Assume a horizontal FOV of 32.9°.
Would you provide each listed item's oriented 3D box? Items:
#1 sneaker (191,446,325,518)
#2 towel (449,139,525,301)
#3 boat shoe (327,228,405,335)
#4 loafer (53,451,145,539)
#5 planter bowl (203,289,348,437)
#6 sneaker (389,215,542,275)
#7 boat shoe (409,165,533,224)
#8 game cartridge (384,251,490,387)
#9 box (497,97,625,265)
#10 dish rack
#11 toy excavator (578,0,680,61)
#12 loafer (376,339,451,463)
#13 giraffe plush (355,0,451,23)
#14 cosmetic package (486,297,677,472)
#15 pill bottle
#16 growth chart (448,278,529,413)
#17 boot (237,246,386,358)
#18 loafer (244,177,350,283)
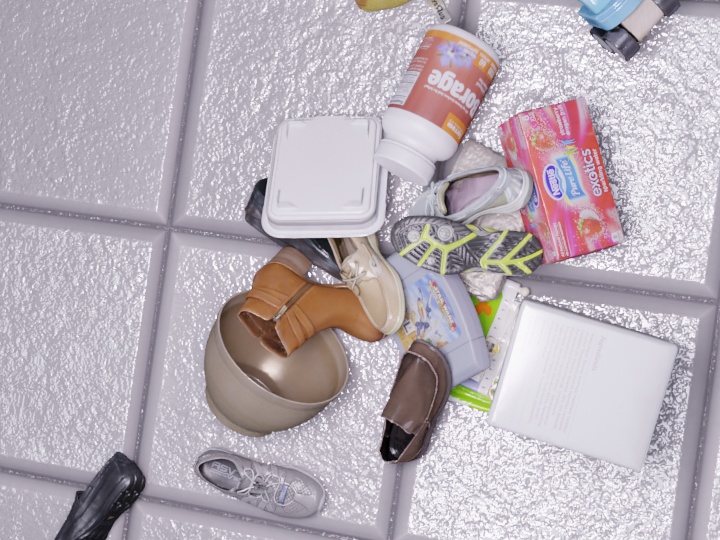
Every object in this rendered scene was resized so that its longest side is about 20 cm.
[{"bbox_3d":[-0.148,0.306,1.719,0.199,0.082,0.075,12,90,15],"label":"sneaker"},{"bbox_3d":[0.165,-0.067,1.676,0.132,0.034,0.201,25,87,14],"label":"towel"},{"bbox_3d":[0.000,0.000,1.655,0.072,0.065,0.200,-46,54,39],"label":"boat shoe"},{"bbox_3d":[-0.395,0.354,1.795,0.201,0.068,0.070,-50,58,10],"label":"loafer"},{"bbox_3d":[-0.135,0.144,1.683,0.200,0.200,0.135,46,125,12],"label":"planter bowl"},{"bbox_3d":[0.135,-0.026,1.602,0.199,0.076,0.076,11,87,-4],"label":"sneaker"},{"bbox_3d":[0.134,-0.099,1.605,0.202,0.065,0.075,-9,67,48],"label":"boat shoe"},{"bbox_3d":[0.094,0.061,1.648,0.133,0.041,0.201,-37,74,46],"label":"game cartridge"},{"bbox_3d":[0.262,-0.115,1.604,0.099,0.095,0.201,-15,89,-11],"label":"box"},{"bbox_3d":[-0.049,-0.139,1.684,0.171,0.044,0.201,-1,56,9],"label":"dish rack"},{"bbox_3d":[0.304,-0.391,1.620,0.200,0.195,0.100,42,99,-16],"label":"toy excavator"},{"bbox_3d":[0.069,0.185,1.631,0.073,0.071,0.201,26,124,28],"label":"loafer"},{"bbox_3d":[0.047,-0.434,1.664,0.173,0.162,0.200,-45,77,8],"label":"giraffe plush"},{"bbox_3d":[0.280,0.141,1.563,0.199,0.167,0.167,16,92,8],"label":"cosmetic package"},{"bbox_3d":[0.099,-0.222,1.652,0.112,0.112,0.200,26,84,14],"label":"pill bottle"},{"bbox_3d":[0.154,0.093,1.686,0.144,0.018,0.201,12,89,16],"label":"growth chart"},{"bbox_3d":[-0.067,0.070,1.660,0.200,0.155,0.074,33,130,-2],"label":"boot"},{"bbox_3d":[-0.079,-0.046,1.736,0.200,0.073,0.072,42,130,7],"label":"loafer"}]
